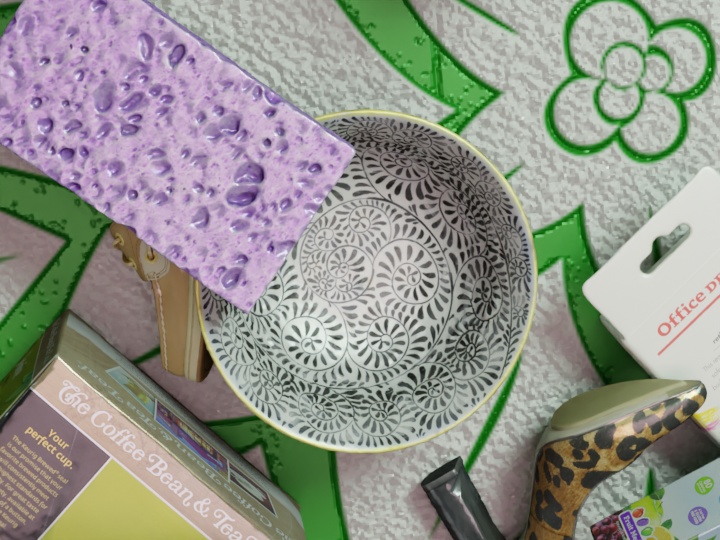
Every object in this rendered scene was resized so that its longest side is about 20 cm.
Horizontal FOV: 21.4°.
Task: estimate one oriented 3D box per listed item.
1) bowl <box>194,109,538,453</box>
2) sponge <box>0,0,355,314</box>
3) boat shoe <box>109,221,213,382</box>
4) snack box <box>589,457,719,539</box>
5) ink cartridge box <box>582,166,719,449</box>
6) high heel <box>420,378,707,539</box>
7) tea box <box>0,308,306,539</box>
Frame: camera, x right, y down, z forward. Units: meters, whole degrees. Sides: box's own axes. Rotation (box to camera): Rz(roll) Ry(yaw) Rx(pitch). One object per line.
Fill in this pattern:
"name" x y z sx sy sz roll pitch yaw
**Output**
"bowl" 0.000 0.000 1.138 0.199 0.094 0.202 -1 100 -5
"sponge" -0.113 -0.078 1.054 0.199 0.030 0.112 35 97 -6
"boat shoe" -0.115 -0.033 1.138 0.066 0.074 0.201 1 99 7
"snack box" 0.246 0.198 1.176 0.142 0.053 0.200 -30 128 7
"ink cartridge box" 0.233 0.037 1.183 0.117 0.067 0.200 -43 102 4
"high heel" 0.151 0.153 1.175 0.199 0.071 0.143 -27 98 27
"tea box" -0.164 0.168 1.131 0.200 0.134 0.197 42 94 -12
